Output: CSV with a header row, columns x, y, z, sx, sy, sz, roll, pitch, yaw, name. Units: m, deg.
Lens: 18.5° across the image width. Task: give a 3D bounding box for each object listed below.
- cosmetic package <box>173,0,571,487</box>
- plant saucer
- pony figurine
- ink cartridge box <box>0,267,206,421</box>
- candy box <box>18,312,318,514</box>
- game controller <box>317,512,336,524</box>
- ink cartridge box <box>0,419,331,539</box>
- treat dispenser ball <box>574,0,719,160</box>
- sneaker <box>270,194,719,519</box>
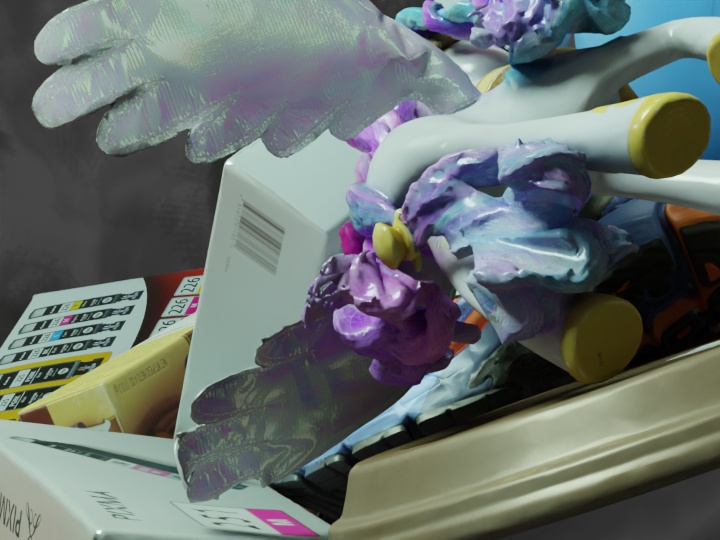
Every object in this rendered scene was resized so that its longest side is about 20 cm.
x,y,z,sx,sy,sz,roll,pitch,yaw,name
0.000,0.000,0.852,0.151,0.052,0.201,-44,-20,-37,cosmetic package
0.080,0.041,0.628,0.199,0.030,0.200,-18,-4,-1,plant saucer
0.026,-0.026,0.644,0.192,0.168,0.199,-25,23,-27,pony figurine
-0.161,0.093,1.196,0.174,0.084,0.200,-9,28,20,ink cartridge box
-0.078,0.087,1.087,0.056,0.117,0.200,-20,5,27,candy box
0.067,0.063,0.891,0.199,0.042,0.104,-29,16,36,game controller
-0.111,0.084,0.730,0.172,0.044,0.200,9,3,-22,ink cartridge box
0.176,-0.096,0.796,0.200,0.202,0.201,-29,1,1,treat dispenser ball
0.046,0.021,0.751,0.199,0.079,0.075,-35,-45,23,sneaker
